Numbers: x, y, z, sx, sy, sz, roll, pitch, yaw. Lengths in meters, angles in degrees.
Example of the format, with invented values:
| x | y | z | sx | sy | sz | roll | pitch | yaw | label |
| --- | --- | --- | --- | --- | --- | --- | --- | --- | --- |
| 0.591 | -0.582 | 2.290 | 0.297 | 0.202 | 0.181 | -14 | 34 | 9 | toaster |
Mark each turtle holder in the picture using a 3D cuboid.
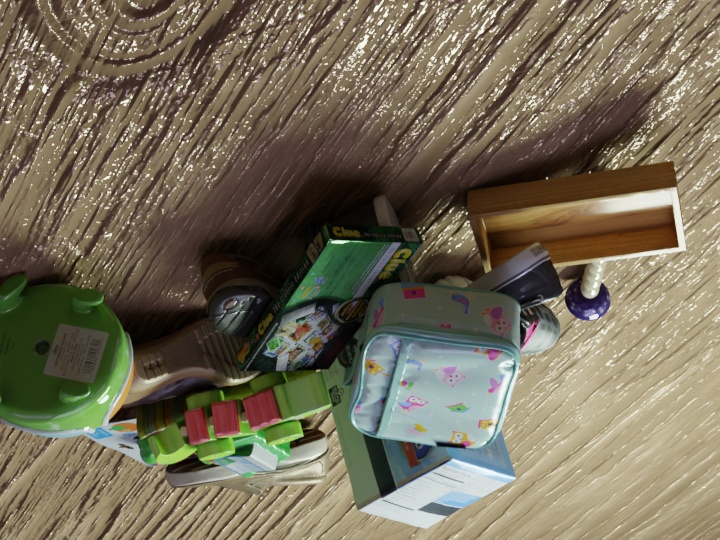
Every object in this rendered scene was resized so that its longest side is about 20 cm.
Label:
| x | y | z | sx | sy | sz | roll | pitch | yaw | label |
| --- | --- | --- | --- | --- | --- | --- | --- | --- | --- |
| -0.299 | 0.095 | 1.511 | 0.183 | 0.142 | 0.132 | -18 | 154 | 0 | turtle holder |

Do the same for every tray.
| x | y | z | sx | sy | sz | roll | pitch | yaw | label |
| --- | --- | --- | --- | --- | --- | --- | --- | --- | --- |
| 0.210 | -0.049 | 1.574 | 0.197 | 0.037 | 0.099 | -7 | 143 | 13 | tray |

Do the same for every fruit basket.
| x | y | z | sx | sy | sz | roll | pitch | yaw | label |
| --- | --- | --- | --- | --- | --- | --- | --- | --- | --- |
| -0.183 | 0.188 | 1.797 | 0.198 | 0.095 | 0.185 | -17 | 157 | 13 | fruit basket |

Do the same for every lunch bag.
| x | y | z | sx | sy | sz | roll | pitch | yaw | label |
| --- | --- | --- | --- | --- | --- | --- | --- | --- | --- |
| 0.066 | 0.096 | 1.560 | 0.158 | 0.078 | 0.201 | 6 | 143 | -4 | lunch bag |

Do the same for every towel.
| x | y | z | sx | sy | sz | roll | pitch | yaw | label |
| --- | --- | --- | --- | --- | --- | --- | --- | --- | --- |
| -0.142 | 0.119 | 1.705 | 0.198 | 0.086 | 0.018 | -19 | 123 | 5 | towel |

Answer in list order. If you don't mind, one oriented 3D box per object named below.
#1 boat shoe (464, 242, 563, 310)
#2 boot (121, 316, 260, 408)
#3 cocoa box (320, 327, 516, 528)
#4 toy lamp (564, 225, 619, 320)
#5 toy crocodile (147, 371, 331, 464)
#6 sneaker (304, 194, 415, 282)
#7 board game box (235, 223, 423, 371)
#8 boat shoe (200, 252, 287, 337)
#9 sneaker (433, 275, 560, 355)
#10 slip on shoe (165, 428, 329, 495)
| x | y | z | sx | sy | sz | roll | pitch | yaw | label |
| --- | --- | --- | --- | --- | --- | --- | --- | --- | --- |
| 0.121 | 0.046 | 1.606 | 0.199 | 0.067 | 0.070 | -36 | 174 | 32 | boat shoe |
| -0.208 | 0.102 | 1.677 | 0.199 | 0.073 | 0.166 | -9 | 172 | -43 | boot |
| 0.058 | 0.151 | 1.743 | 0.131 | 0.202 | 0.133 | -32 | 148 | 27 | cocoa box |
| 0.249 | -0.012 | 1.705 | 0.058 | 0.059 | 0.201 | -14 | 152 | -5 | toy lamp |
| -0.120 | 0.146 | 1.619 | 0.198 | 0.068 | 0.062 | -17 | 169 | 22 | toy crocodile |
| 0.000 | 0.000 | 1.585 | 0.098 | 0.071 | 0.200 | -15 | 149 | 6 | sneaker |
| -0.032 | 0.028 | 1.520 | 0.104 | 0.024 | 0.200 | 4 | 140 | -33 | board game box |
| -0.088 | 0.032 | 1.585 | 0.075 | 0.074 | 0.200 | -36 | 148 | 11 | boat shoe |
| 0.156 | 0.065 | 1.745 | 0.199 | 0.088 | 0.074 | 18 | 112 | -45 | sneaker |
| -0.131 | 0.239 | 1.929 | 0.198 | 0.061 | 0.076 | -12 | -164 | -21 | slip on shoe |
